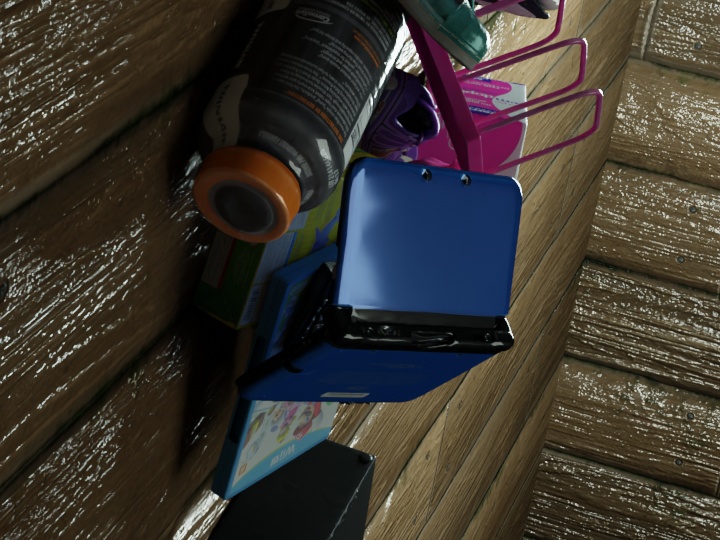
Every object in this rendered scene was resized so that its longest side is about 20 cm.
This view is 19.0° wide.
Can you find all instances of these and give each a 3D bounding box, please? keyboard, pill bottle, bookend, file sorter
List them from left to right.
[{"bbox_3d":[-0.071,0.280,1.888,0.199,0.091,0.201,-57,160,-50],"label":"bookend"},{"bbox_3d":[-0.047,-0.113,1.487,0.107,0.105,0.201,90,19,-50],"label":"pill bottle"},{"bbox_3d":[0.019,0.020,1.641,0.200,0.039,0.105,-9,126,-62],"label":"keyboard"},{"bbox_3d":[0.111,-0.195,1.785,0.139,0.125,0.201,75,-5,-76],"label":"file sorter"}]

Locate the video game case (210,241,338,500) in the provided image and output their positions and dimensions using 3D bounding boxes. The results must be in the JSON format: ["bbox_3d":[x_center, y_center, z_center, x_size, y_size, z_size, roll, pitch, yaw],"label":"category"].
[{"bbox_3d":[-0.044,0.068,1.644,0.143,0.018,0.201,-28,142,-52],"label":"video game case"}]

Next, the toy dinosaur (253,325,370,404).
[{"bbox_3d":[-0.034,0.043,1.787,0.199,0.102,0.137,3,85,-55],"label":"toy dinosaur"}]

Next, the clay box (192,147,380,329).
[{"bbox_3d":[-0.040,-0.029,1.622,0.200,0.047,0.116,-14,128,-61],"label":"clay box"}]

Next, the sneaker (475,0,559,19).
[{"bbox_3d":[0.143,-0.291,1.982,0.199,0.129,0.080,107,-4,-67],"label":"sneaker"}]

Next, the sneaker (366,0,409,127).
[{"bbox_3d":[-0.010,-0.141,1.702,0.200,0.075,0.091,-58,163,-51],"label":"sneaker"}]

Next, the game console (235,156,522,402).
[{"bbox_3d":[0.016,0.013,1.578,0.199,0.170,0.119,5,62,-48],"label":"game console"}]

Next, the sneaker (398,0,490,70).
[{"bbox_3d":[0.041,-0.236,1.506,0.080,0.201,0.071,-36,169,8],"label":"sneaker"}]

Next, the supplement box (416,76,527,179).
[{"bbox_3d":[0.102,-0.122,2.066,0.200,0.100,0.104,-79,180,-73],"label":"supplement box"}]

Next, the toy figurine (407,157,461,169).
[{"bbox_3d":[0.049,-0.011,1.886,0.185,0.149,0.201,101,14,-57],"label":"toy figurine"}]

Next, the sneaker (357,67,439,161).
[{"bbox_3d":[0.031,-0.121,1.880,0.200,0.083,0.081,65,42,-73],"label":"sneaker"}]
